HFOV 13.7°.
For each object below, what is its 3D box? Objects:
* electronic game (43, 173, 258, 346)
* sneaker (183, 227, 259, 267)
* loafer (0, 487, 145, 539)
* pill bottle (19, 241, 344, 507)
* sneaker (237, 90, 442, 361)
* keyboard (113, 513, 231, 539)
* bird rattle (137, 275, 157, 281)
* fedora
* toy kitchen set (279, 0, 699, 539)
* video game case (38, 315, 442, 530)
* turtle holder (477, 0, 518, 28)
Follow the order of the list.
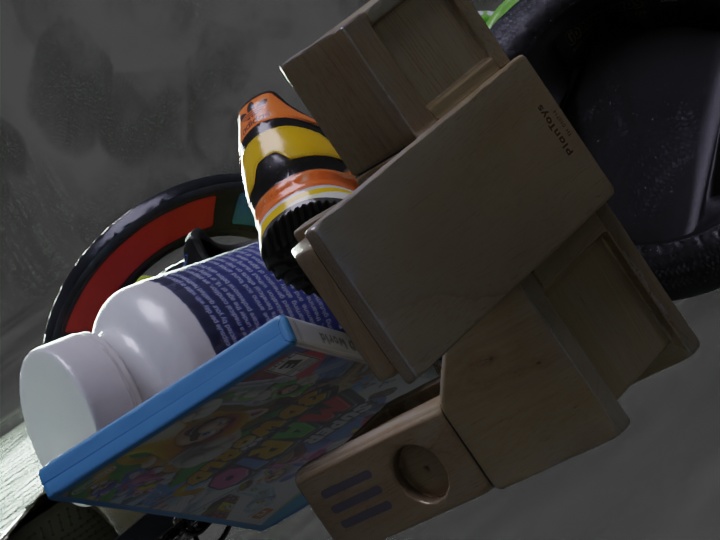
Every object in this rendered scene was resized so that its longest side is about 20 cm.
[{"bbox_3d":[-0.099,0.029,1.806,0.200,0.200,0.042,-35,47,-6],"label":"electronic game"},{"bbox_3d":[0.000,0.000,1.630,0.199,0.078,0.070,-11,16,2],"label":"sneaker"},{"bbox_3d":[-0.130,0.126,1.651,0.200,0.076,0.068,-44,0,1],"label":"loafer"},{"bbox_3d":[-0.066,0.049,1.512,0.199,0.112,0.111,-19,-2,-30],"label":"pill bottle"},{"bbox_3d":[0.008,-0.021,1.412,0.070,0.090,0.200,-30,-32,16],"label":"sneaker"},{"bbox_3d":[-0.080,0.132,1.595,0.200,0.040,0.104,-40,-15,-29],"label":"keyboard"},{"bbox_3d":[-0.061,0.023,1.961,0.199,0.113,0.163,-33,-11,-13],"label":"bird rattle"},{"bbox_3d":[0.135,-0.050,1.412,0.200,0.201,0.092,-37,-29,-19],"label":"fedora"},{"bbox_3d":[-0.005,0.015,1.254,0.180,0.200,0.163,-29,8,43],"label":"toy kitchen set"},{"bbox_3d":[-0.042,0.076,1.408,0.143,0.018,0.200,-33,-22,19],"label":"video game case"},{"bbox_3d":[0.152,-0.089,1.618,0.131,0.185,0.142,-14,55,50],"label":"turtle holder"}]
